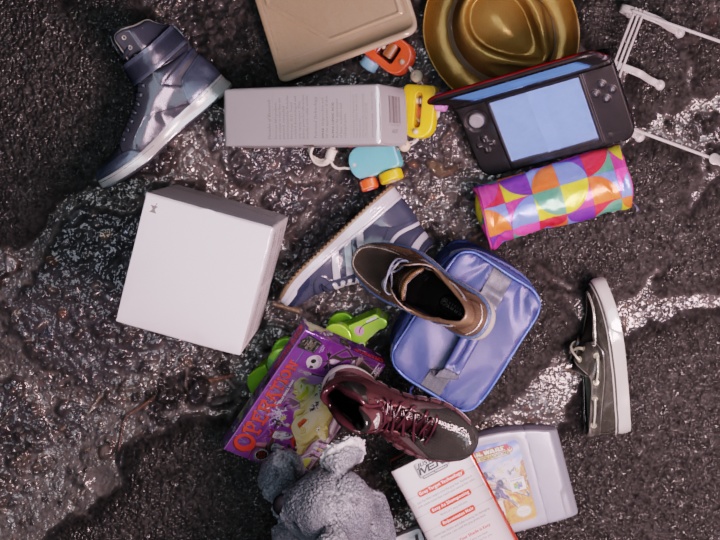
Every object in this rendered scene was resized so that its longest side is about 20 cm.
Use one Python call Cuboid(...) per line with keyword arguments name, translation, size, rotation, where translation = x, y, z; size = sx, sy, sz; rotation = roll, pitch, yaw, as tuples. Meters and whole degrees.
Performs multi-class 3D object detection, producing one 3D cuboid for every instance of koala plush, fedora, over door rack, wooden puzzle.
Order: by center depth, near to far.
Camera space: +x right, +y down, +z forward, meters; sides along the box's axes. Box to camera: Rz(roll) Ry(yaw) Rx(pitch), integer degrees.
Cuboid(name="koala plush", translation=(-0.035, 0.283, 1.426), size=(0.182, 0.200, 0.179), rotation=(10, 62, -3))
Cuboid(name="fedora", translation=(0.173, -0.289, 1.476), size=(0.198, 0.082, 0.203), rotation=(0, 97, 1))
Cuboid(name="wooden puzzle", translation=(-0.041, -0.349, 1.478), size=(0.183, 0.037, 0.202), rotation=(-17, 87, 16))
Cuboid(name="over door rack", translation=(0.384, -0.220, 1.481), size=(0.198, 0.067, 0.149), rotation=(23, 97, 19))

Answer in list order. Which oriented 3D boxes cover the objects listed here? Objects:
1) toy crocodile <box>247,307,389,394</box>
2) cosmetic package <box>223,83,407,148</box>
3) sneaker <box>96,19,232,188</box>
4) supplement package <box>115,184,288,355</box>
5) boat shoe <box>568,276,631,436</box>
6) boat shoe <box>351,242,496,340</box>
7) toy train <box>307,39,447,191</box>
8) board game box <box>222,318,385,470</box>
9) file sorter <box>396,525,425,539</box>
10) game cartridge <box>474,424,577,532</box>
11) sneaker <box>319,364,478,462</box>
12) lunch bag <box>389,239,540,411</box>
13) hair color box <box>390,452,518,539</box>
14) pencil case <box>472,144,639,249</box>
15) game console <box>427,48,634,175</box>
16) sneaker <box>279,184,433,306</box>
Cuboid(name="toy crocodile", translation=(-0.053, 0.102, 1.533), size=(0.198, 0.068, 0.062), rotation=(-25, 99, 6))
Cuboid(name="cosmetic package", translation=(-0.053, -0.181, 1.455), size=(0.198, 0.102, 0.075), rotation=(0, 94, 21))
Cuboid(name="sneaker", translation=(-0.276, -0.210, 1.487), size=(0.202, 0.077, 0.146), rotation=(-44, 106, -5))
Cuboid(name="supplement package", translation=(-0.183, -0.007, 1.455), size=(0.150, 0.200, 0.152), rotation=(15, 96, 0))
Cuboid(name="boat shoe", translation=(0.294, 0.110, 1.527), size=(0.063, 0.071, 0.203), rotation=(-9, 98, 1))
Cuboid(name="boat shoe", translation=(0.063, 0.013, 1.413), size=(0.199, 0.072, 0.073), rotation=(24, 90, 30))
Cuboid(name="toy train", translation=(0.028, -0.199, 1.507), size=(0.150, 0.056, 0.201), rotation=(34, 103, 16))
Cuboid(name="board game box", translation=(-0.071, 0.162, 1.513), size=(0.119, 0.032, 0.201), rotation=(26, 114, -20))
Cuboid(name="file sorter", translation=(0.050, 0.455, 1.543), size=(0.137, 0.125, 0.202), rotation=(-22, 95, 3))
Cuboid(name="game cartridge", translation=(0.166, 0.272, 1.566), size=(0.198, 0.042, 0.135), rotation=(-16, 100, 3))
Cuboid(name="sneaker", translation=(0.038, 0.179, 1.417), size=(0.198, 0.115, 0.076), rotation=(21, 99, 7))
Cuboid(name="lunch bag", translation=(0.119, 0.071, 1.494), size=(0.135, 0.132, 0.201), rotation=(31, 96, -3))
Cuboid(name="hair color box", translation=(0.125, 0.306, 1.522), size=(0.101, 0.061, 0.202), rotation=(-27, 96, 4))
Cuboid(name="pencil case", translation=(0.238, -0.089, 1.499), size=(0.198, 0.088, 0.089), rotation=(-14, 96, 3))
Cuboid(name="game console", translation=(0.201, -0.177, 1.420), size=(0.198, 0.119, 0.173), rotation=(-13, 122, 23))
Cuboid(name="sneaker", translation=(0.000, 0.000, 1.519), size=(0.200, 0.070, 0.109), rotation=(-43, 93, 2))
